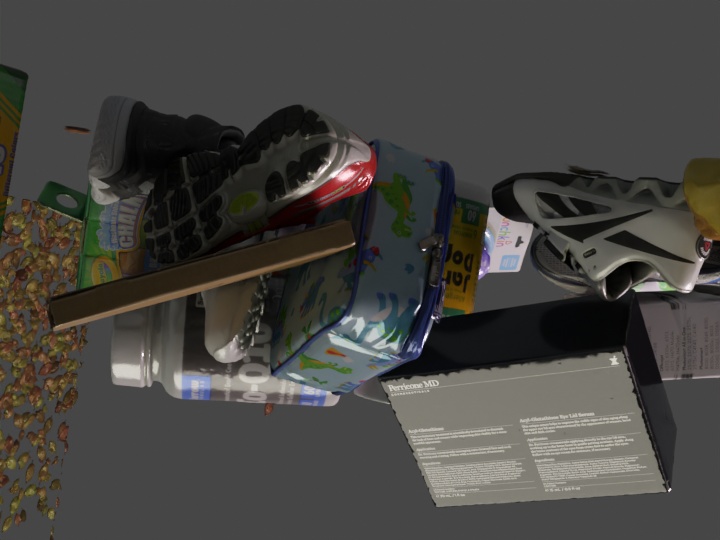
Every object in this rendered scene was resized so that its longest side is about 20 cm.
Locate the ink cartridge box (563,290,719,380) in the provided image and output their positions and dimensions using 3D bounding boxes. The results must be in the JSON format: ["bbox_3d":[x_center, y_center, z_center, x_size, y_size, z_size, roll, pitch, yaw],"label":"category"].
[{"bbox_3d":[0.254,0.056,0.988,0.197,0.068,0.116,-2,-176,-8],"label":"ink cartridge box"}]

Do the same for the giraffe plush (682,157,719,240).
[{"bbox_3d":[0.267,0.027,0.618,0.170,0.164,0.200,10,179,-3],"label":"giraffe plush"}]

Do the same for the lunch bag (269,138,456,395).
[{"bbox_3d":[0.000,0.000,0.853,0.082,0.162,0.200,17,155,-16],"label":"lunch bag"}]

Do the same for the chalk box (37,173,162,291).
[{"bbox_3d":[-0.203,-0.045,1.058,0.197,0.125,0.125,9,-156,-9],"label":"chalk box"}]

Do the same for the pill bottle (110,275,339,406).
[{"bbox_3d":[-0.115,0.058,0.984,0.197,0.115,0.114,3,179,-7],"label":"pill bottle"}]

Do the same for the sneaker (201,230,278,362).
[{"bbox_3d":[-0.109,-0.018,0.917,0.079,0.202,0.077,11,149,-4],"label":"sneaker"}]

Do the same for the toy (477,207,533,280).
[{"bbox_3d":[0.072,-0.011,1.109,0.197,0.048,0.116,0,149,-3],"label":"toy"}]

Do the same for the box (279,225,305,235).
[{"bbox_3d":[-0.054,-0.058,1.253,0.198,0.080,0.140,11,176,-37],"label":"box"}]

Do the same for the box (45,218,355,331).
[{"bbox_3d":[-0.117,0.006,0.771,0.198,0.022,0.163,-16,180,-17],"label":"box"}]

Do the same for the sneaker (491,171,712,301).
[{"bbox_3d":[0.168,-0.025,0.829,0.073,0.090,0.199,9,-179,-37],"label":"sneaker"}]

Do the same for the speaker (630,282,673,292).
[{"bbox_3d":[0.285,0.003,1.139,0.088,0.090,0.199,9,178,33],"label":"speaker"}]

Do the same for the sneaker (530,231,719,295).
[{"bbox_3d":[0.242,-0.022,0.949,0.198,0.078,0.085,0,170,16],"label":"sneaker"}]

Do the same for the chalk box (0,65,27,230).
[{"bbox_3d":[-0.325,-0.086,0.674,0.123,0.125,0.199,8,178,33],"label":"chalk box"}]

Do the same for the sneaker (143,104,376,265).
[{"bbox_3d":[-0.072,-0.046,0.778,0.199,0.078,0.085,-18,159,36],"label":"sneaker"}]

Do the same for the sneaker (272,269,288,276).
[{"bbox_3d":[-0.068,0.032,1.123,0.111,0.078,0.200,27,167,-16],"label":"sneaker"}]

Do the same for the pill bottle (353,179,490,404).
[{"bbox_3d":[0.049,0.018,1.009,0.111,0.203,0.113,10,179,0],"label":"pill bottle"}]

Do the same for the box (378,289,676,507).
[{"bbox_3d":[0.135,0.106,0.887,0.198,0.142,0.079,-9,-148,26],"label":"box"}]

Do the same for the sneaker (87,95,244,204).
[{"bbox_3d":[-0.154,-0.083,0.888,0.112,0.076,0.200,13,176,-10],"label":"sneaker"}]
